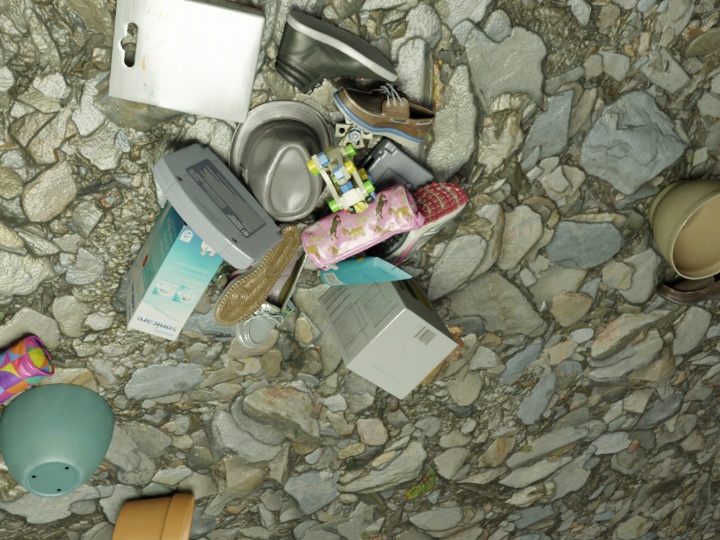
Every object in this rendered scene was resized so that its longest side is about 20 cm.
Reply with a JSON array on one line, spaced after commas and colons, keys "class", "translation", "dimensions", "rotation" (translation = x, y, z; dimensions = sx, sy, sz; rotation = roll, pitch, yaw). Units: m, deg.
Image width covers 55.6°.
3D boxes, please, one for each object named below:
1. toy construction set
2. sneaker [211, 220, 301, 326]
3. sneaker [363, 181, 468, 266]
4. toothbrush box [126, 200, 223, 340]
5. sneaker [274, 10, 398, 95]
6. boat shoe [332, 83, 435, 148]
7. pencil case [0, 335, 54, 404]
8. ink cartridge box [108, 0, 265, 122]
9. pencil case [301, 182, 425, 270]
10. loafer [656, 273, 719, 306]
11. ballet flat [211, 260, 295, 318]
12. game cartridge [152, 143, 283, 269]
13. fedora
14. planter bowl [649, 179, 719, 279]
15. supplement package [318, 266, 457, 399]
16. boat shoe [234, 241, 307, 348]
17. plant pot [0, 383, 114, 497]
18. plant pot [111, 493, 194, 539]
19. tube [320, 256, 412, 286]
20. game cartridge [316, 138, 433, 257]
[{"class": "toy construction set", "translation": [-0.023, -0.163, 1.066], "dimensions": [0.092, 0.201, 0.132], "rotation": [-22, 118, 24]}, {"class": "sneaker", "translation": [-0.193, -0.004, 1.136], "dimensions": [0.200, 0.112, 0.071], "rotation": [-52, 134, -15]}, {"class": "sneaker", "translation": [0.098, -0.078, 1.180], "dimensions": [0.199, 0.081, 0.075], "rotation": [-33, 143, 14]}, {"class": "toothbrush box", "translation": [-0.295, -0.014, 1.093], "dimensions": [0.085, 0.147, 0.201], "rotation": [21, 115, -30]}, {"class": "sneaker", "translation": [-0.042, -0.309, 1.040], "dimensions": [0.199, 0.071, 0.099], "rotation": [15, 128, -31]}, {"class": "boat shoe", "translation": [0.041, -0.257, 1.077], "dimensions": [0.199, 0.073, 0.072], "rotation": [7, 137, -48]}, {"class": "pencil case", "translation": [-0.620, 0.189, 1.155], "dimensions": [0.199, 0.089, 0.089], "rotation": [-28, 128, 3]}, {"class": "ink cartridge box", "translation": [-0.248, -0.310, 0.981], "dimensions": [0.198, 0.050, 0.163], "rotation": [9, 120, -15]}, {"class": "pencil case", "translation": [0.004, -0.071, 1.123], "dimensions": [0.199, 0.083, 0.087], "rotation": [-26, 96, 10]}, {"class": "loafer", "translation": [0.763, 0.030, 1.559], "dimensions": [0.198, 0.073, 0.072], "rotation": [-7, 114, -21]}, {"class": "ballet flat", "translation": [-0.194, 0.047, 1.217], "dimensions": [0.074, 0.074, 0.200], "rotation": [-42, 124, 11]}, {"class": "game cartridge", "translation": [-0.213, -0.097, 1.025], "dimensions": [0.041, 0.133, 0.200], "rotation": [-40, 94, 26]}, {"class": "fedora", "translation": [-0.119, -0.159, 1.092], "dimensions": [0.175, 0.090, 0.201], "rotation": [0, 122, -20]}, {"class": "planter bowl", "translation": [0.680, -0.103, 1.390], "dimensions": [0.199, 0.135, 0.202], "rotation": [-9, 126, -13]}, {"class": "supplement package", "translation": [0.046, 0.094, 1.253], "dimensions": [0.151, 0.200, 0.151], "rotation": [-46, 126, 13]}, {"class": "boat shoe", "translation": [-0.150, 0.038, 1.171], "dimensions": [0.074, 0.065, 0.203], "rotation": [39, 69, -36]}, {"class": "plant pot", "translation": [-0.551, 0.326, 1.237], "dimensions": [0.198, 0.135, 0.201], "rotation": [-10, 126, -14]}, {"class": "plant pot", "translation": [-0.432, 0.558, 1.413], "dimensions": [0.139, 0.201, 0.201], "rotation": [11, 120, -6]}, {"class": "tube", "translation": [0.000, 0.000, 1.181], "dimensions": [0.077, 0.199, 0.051], "rotation": [22, 76, -31]}, {"class": "game cartridge", "translation": [0.029, -0.118, 1.200], "dimensions": [0.133, 0.041, 0.200], "rotation": [32, 108, -30]}]
